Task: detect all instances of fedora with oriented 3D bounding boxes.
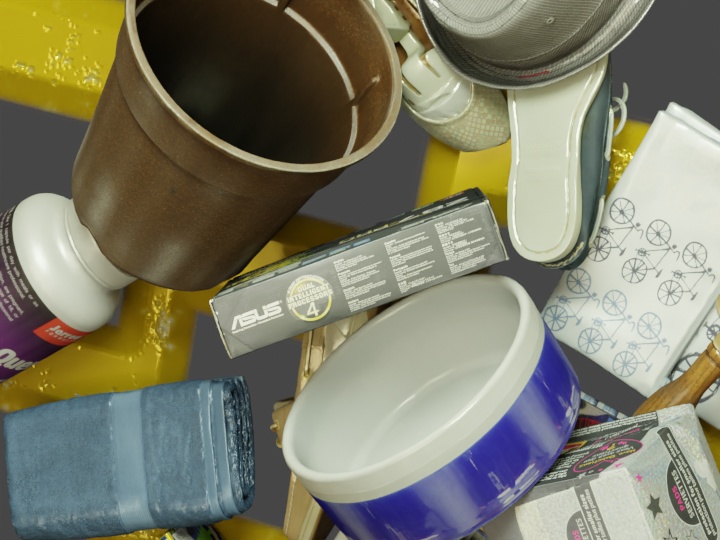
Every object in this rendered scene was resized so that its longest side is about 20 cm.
[{"bbox_3d":[0.110,-0.221,1.293,0.200,0.090,0.177,-44,69,15],"label":"fedora"}]

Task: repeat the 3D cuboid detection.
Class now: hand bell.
[{"bbox_3d":[0.238,0.061,1.310,0.104,0.104,0.200,42,116,4],"label":"hand bell"}]

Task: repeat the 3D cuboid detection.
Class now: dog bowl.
[{"bbox_3d":[0.048,0.097,1.323,0.199,0.201,0.079,-26,116,21],"label":"dog bowl"}]

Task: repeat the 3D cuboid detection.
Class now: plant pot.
[{"bbox_3d":[-0.101,-0.097,1.344,0.200,0.200,0.199,43,138,4],"label":"plant pot"}]

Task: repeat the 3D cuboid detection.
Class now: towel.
[{"bbox_3d":[-0.178,0.148,1.504,0.198,0.049,0.113,-8,76,16],"label":"towel"}]

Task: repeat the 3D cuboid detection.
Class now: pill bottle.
[{"bbox_3d":[-0.263,0.016,1.480,0.199,0.112,0.113,-28,93,22],"label":"pill bottle"}]

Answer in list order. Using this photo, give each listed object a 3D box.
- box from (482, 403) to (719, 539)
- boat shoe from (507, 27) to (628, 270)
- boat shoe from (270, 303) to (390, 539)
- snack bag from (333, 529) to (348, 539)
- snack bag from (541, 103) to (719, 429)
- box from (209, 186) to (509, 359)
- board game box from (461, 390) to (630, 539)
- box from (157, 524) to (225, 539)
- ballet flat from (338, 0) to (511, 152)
[{"bbox_3d":[0.185,0.212,1.298,0.131,0.114,0.202,-17,99,38],"label":"box"},{"bbox_3d":[0.146,-0.101,1.347,0.074,0.062,0.202,-3,80,29],"label":"boat shoe"},{"bbox_3d":[-0.032,0.109,1.454,0.069,0.074,0.202,17,97,16],"label":"boat shoe"},{"bbox_3d":[0.044,0.277,1.418,0.199,0.021,0.189,33,116,-1],"label":"snack bag"},{"bbox_3d":[0.250,0.014,1.357,0.199,0.021,0.190,33,109,8],"label":"snack bag"},{"bbox_3d":[0.000,0.000,1.341,0.198,0.161,0.050,-20,96,3],"label":"box"},{"bbox_3d":[0.172,0.198,1.411,0.199,0.062,0.201,28,107,7],"label":"board game box"},{"bbox_3d":[-0.093,0.287,1.515,0.200,0.064,0.070,46,111,4],"label":"box"},{"bbox_3d":[0.029,-0.158,1.375,0.067,0.062,0.200,-41,88,21],"label":"ballet flat"}]
